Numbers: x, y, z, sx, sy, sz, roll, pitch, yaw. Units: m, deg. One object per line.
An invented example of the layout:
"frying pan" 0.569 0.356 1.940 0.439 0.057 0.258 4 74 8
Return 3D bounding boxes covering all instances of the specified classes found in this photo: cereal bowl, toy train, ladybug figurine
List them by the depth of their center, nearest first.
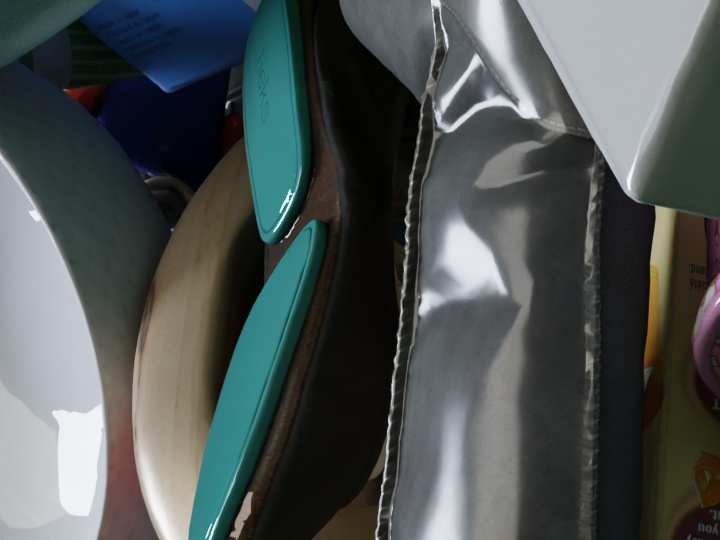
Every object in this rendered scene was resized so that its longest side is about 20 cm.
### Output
"ladybug figurine" 0.005 0.031 0.733 0.072 0.134 0.201 77 -162 -54
"cereal bowl" -0.120 0.020 0.825 0.199 0.083 0.202 17 116 38
"toy train" -0.098 -0.036 0.931 0.115 0.084 0.201 -31 43 46

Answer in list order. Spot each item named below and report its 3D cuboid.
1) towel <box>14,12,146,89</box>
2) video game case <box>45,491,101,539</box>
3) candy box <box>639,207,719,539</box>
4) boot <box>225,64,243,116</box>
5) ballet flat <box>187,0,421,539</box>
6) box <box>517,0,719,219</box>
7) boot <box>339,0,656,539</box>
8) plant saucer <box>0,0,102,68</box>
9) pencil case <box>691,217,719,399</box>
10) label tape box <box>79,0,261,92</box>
"towel" -0.074 -0.148 0.896 0.023 0.199 0.154 -13 95 43
"video game case" -0.048 0.101 0.819 0.200 0.025 0.182 -36 48 28
"candy box" 0.070 0.054 0.612 0.115 0.055 0.202 139 141 -64
"boot" -0.055 0.027 0.952 0.165 0.065 0.201 -38 42 38
"ballet flat" 0.000 0.000 0.670 0.068 0.068 0.201 124 157 -50
"box" 0.128 -0.103 0.387 0.107 0.151 0.201 -110 37 -57
"boot" 0.029 0.012 0.570 0.182 0.072 0.202 -179 87 -84
"plant saucer" -0.067 -0.115 0.731 0.200 0.027 0.200 -36 18 13
"pencil case" 0.105 -0.063 0.543 0.082 0.086 0.201 -26 51 38
"label tape box" -0.008 -0.169 0.846 0.143 0.066 0.201 -17 44 47
